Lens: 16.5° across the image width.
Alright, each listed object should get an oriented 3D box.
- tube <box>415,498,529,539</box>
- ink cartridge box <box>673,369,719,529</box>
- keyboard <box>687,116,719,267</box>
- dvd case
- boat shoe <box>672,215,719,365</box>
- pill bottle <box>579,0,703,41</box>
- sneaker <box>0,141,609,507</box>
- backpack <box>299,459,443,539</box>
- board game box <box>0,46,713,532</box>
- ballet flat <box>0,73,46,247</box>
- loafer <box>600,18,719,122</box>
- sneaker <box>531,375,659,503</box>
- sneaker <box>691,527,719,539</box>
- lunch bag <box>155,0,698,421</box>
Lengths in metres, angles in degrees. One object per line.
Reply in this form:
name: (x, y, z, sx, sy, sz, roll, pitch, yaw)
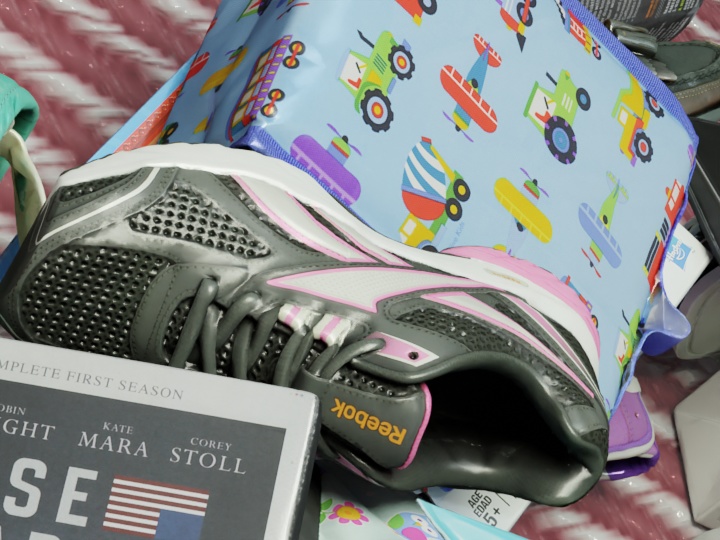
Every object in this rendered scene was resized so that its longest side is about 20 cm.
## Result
tube: (0.096, 0.126, 0.756, 0.200, 0.050, 0.077, 29, 11, -41)
ink cartridge box: (0.252, 0.088, 1.095, 0.200, 0.116, 0.068, 24, 39, -29)
keyboard: (0.201, -0.001, 1.005, 0.200, 0.021, 0.127, 7, 48, -47)
dvd case: (-0.101, 0.113, 0.667, 0.150, 0.025, 0.200, 10, 63, 3)
boat shoe: (0.162, 0.001, 1.085, 0.060, 0.075, 0.200, 64, 5, 16)
pill bottle: (0.072, -0.140, 1.140, 0.200, 0.106, 0.106, -17, 69, -53)
sneaker: (-0.009, 0.022, 0.746, 0.199, 0.081, 0.086, 10, 26, -17)
backpack: (0.007, 0.148, 0.772, 0.200, 0.127, 0.167, 38, 32, -17)
board game box: (0.000, 0.000, 0.907, 0.196, 0.056, 0.200, 43, 57, -3)
ballet flat: (-0.133, 0.014, 0.777, 0.070, 0.067, 0.200, 11, 56, -10)
loafer: (0.068, -0.081, 1.037, 0.199, 0.063, 0.072, -11, 22, -18)
sneaker: (0.091, 0.028, 1.031, 0.114, 0.073, 0.200, 48, 46, 1)
sneaker: (0.118, 0.135, 0.922, 0.108, 0.067, 0.202, 41, 24, -19)
lunch bag: (0.040, -0.032, 0.864, 0.200, 0.094, 0.151, 34, 55, -19)
